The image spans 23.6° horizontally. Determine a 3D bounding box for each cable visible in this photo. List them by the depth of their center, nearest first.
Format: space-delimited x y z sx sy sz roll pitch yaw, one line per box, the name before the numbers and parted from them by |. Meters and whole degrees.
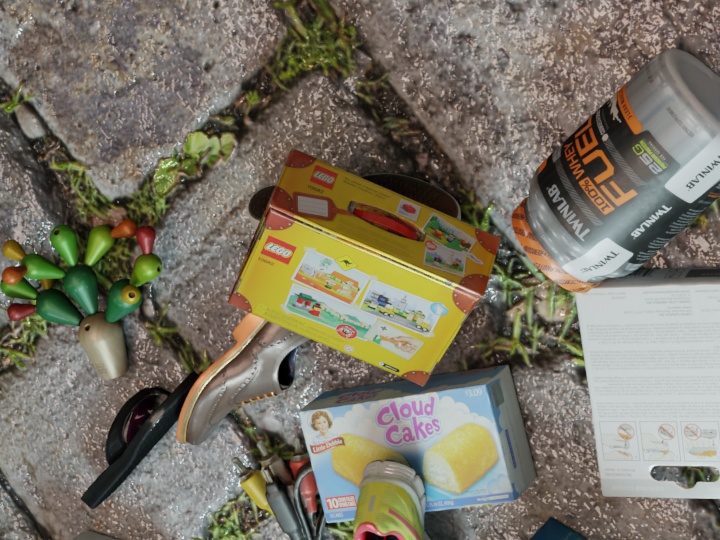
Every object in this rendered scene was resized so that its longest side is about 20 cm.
cable | -0.051 0.258 1.720 0.097 0.050 0.200 -19 107 11

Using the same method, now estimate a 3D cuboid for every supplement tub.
supplement tub | 0.227 -0.078 1.442 0.123 0.123 0.200 48 117 7

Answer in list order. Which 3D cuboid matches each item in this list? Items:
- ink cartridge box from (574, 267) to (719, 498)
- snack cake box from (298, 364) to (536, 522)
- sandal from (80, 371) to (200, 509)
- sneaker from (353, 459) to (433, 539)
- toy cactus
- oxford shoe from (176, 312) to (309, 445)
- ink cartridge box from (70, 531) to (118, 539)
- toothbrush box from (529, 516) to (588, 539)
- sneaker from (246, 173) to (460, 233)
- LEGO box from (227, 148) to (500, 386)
ink cartridge box | 0.280 0.098 1.510 0.162 0.057 0.200 -2 111 26
snack cake box | 0.053 0.163 1.618 0.200 0.067 0.115 -11 99 27
sandal | -0.233 0.167 1.749 0.048 0.075 0.200 44 118 4
sneaker | 0.031 0.274 1.584 0.078 0.090 0.200 -5 124 24
toy cactus | -0.275 0.033 1.735 0.200 0.102 0.165 -12 107 19
oxford shoe | -0.112 0.108 1.682 0.073 0.071 0.200 39 116 6
ink cartridge box | -0.261 0.394 1.817 0.147 0.083 0.200 12 107 22
toothbrush box | 0.214 0.328 1.539 0.200 0.146 0.085 32 115 16
sneaker | 0.000 -0.039 1.604 0.200 0.073 0.085 2 139 16
LEGO box | 0.000 0.000 1.530 0.200 0.077 0.149 23 139 -5
